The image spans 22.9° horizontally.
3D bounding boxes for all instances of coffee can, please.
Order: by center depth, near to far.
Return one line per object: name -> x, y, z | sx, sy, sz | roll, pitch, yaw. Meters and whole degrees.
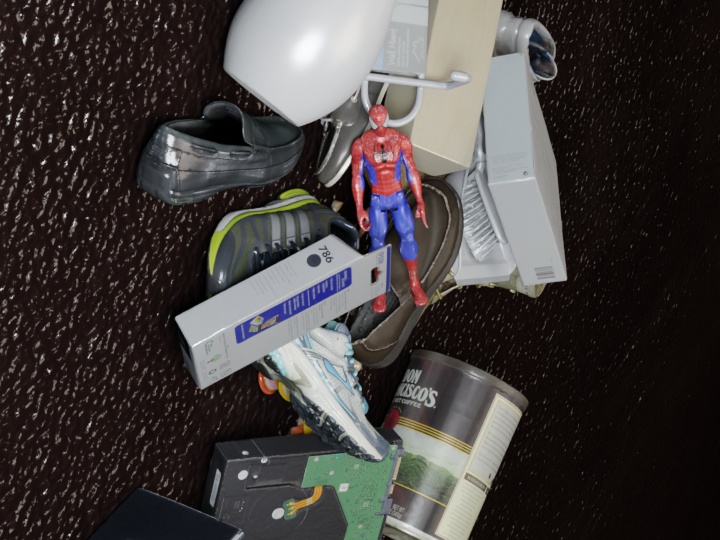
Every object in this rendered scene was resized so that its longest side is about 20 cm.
coffee can -> 0.086, 0.210, 2.016 | 0.201, 0.146, 0.146 | -65, 154, -12

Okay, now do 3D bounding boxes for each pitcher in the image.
pitcher -> -0.044, -0.240, 1.489 | 0.200, 0.171, 0.121 | -54, -173, 0

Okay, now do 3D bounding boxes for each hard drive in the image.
hard drive -> -0.061, 0.225, 1.738 | 0.199, 0.038, 0.140 | -2, 120, -29

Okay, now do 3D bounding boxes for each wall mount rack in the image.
wall mount rack -> 0.019, -0.237, 1.625 | 0.173, 0.075, 0.201 | 4, 84, -24

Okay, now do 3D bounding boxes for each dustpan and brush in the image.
dustpan and brush -> 0.120, -0.091, 1.824 | 0.139, 0.057, 0.201 | -4, 76, -61

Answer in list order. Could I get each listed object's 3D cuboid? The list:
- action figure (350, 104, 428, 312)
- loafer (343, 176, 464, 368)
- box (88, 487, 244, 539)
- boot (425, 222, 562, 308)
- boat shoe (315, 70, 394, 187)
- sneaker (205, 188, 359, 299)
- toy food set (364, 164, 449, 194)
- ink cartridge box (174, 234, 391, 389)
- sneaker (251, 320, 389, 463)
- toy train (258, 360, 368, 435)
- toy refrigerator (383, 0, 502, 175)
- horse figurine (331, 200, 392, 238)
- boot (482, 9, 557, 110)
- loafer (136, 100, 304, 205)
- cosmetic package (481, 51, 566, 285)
action figure -> 0.027, -0.059, 1.655 | 0.052, 0.065, 0.201 | -96, 178, -68
loafer -> 0.039, 0.002, 1.743 | 0.071, 0.073, 0.201 | 18, 94, -63
box -> -0.196, 0.338, 1.562 | 0.200, 0.124, 0.197 | -46, 144, -43
boot -> 0.118, 0.006, 1.930 | 0.201, 0.154, 0.072 | -62, 154, -19
boat shoe -> -0.005, -0.176, 1.688 | 0.201, 0.057, 0.067 | -63, -167, -12
sneaker -> -0.072, -0.020, 1.614 | 0.200, 0.081, 0.074 | -35, 137, -51
toy food set -> 0.072, -0.127, 1.846 | 0.201, 0.048, 0.198 | -66, 148, -31
ink cartridge box -> -0.067, 0.029, 1.575 | 0.199, 0.039, 0.100 | -26, 156, -13
sneaker -> -0.029, 0.095, 1.666 | 0.086, 0.078, 0.200 | -45, 106, -19
toy train -> -0.051, 0.112, 1.791 | 0.200, 0.055, 0.151 | 64, 24, -44
toy refrigerator -> 0.077, -0.201, 1.739 | 0.076, 0.070, 0.201 | 19, 75, -31
horse figurine -> 0.000, 0.000, 1.814 | 0.200, 0.050, 0.133 | 6, 96, -67
boot -> 0.170, -0.218, 1.949 | 0.074, 0.095, 0.200 | -64, 154, -15
loafer -> -0.109, -0.107, 1.493 | 0.200, 0.068, 0.071 | -21, 135, -54
cosmetic package -> 0.165, -0.099, 1.792 | 0.200, 0.051, 0.151 | 64, 23, -56
